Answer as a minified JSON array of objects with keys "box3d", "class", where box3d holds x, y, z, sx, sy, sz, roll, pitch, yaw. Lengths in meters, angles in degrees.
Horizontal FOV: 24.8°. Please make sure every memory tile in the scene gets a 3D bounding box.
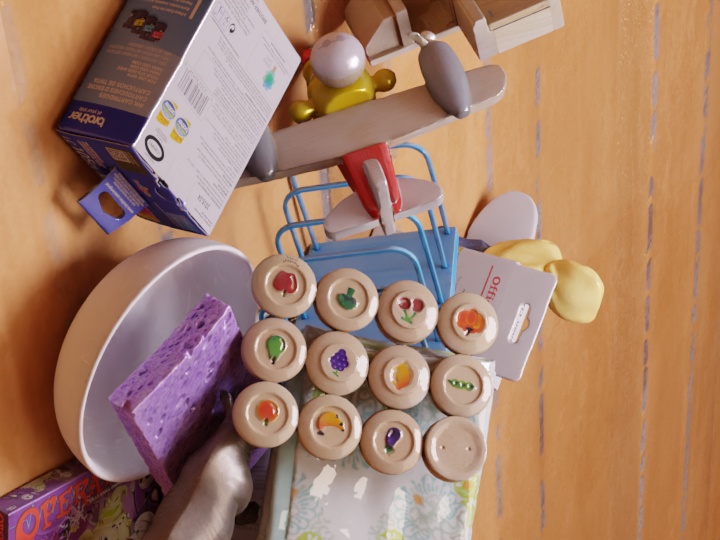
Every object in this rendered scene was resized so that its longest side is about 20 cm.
[{"box3d":[0.006,0.075,1.249,0.017,0.200,0.154,139,-39,-71],"class":"memory tile"}]

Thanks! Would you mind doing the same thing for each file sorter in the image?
[{"box3d":[0.000,0.000,1.395,0.200,0.138,0.123,-82,160,-48],"class":"file sorter"}]

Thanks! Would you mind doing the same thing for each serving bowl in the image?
[{"box3d":[-0.165,0.059,1.253,0.200,0.066,0.200,-42,147,-36],"class":"serving bowl"}]

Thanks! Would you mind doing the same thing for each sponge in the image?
[{"box3d":[-0.124,0.113,1.273,0.112,0.030,0.200,-50,151,-21],"class":"sponge"}]

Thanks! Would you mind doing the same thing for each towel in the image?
[{"box3d":[0.013,0.153,1.286,0.048,0.171,0.201,-172,-89,-77],"class":"towel"}]

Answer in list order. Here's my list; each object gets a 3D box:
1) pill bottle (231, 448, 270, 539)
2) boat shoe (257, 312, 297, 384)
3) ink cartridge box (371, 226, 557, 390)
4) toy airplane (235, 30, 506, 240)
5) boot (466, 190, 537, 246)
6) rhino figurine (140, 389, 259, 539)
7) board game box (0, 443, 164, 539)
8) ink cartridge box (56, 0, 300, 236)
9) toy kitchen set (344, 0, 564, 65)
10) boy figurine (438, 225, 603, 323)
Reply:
[{"box3d":[-0.073,0.211,1.386,0.200,0.114,0.115,-72,158,-47],"class":"pill bottle"},{"box3d":[-0.090,0.089,1.425,0.200,0.060,0.074,-32,131,-52],"class":"boat shoe"},{"box3d":[0.090,0.041,1.580,0.067,0.200,0.117,43,66,-59],"class":"ink cartridge box"},{"box3d":[-0.008,-0.122,1.324,0.200,0.199,0.141,-49,140,-37],"class":"toy airplane"},{"box3d":[0.149,0.012,1.826,0.200,0.073,0.096,-66,158,1],"class":"boot"},{"box3d":[-0.110,0.167,1.250,0.200,0.060,0.087,-63,159,-13],"class":"rhino figurine"},{"box3d":[-0.217,0.204,1.291,0.200,0.032,0.120,-27,122,-54],"class":"board game box"},{"box3d":[-0.138,-0.120,1.217,0.200,0.076,0.136,-66,150,-19],"class":"ink cartridge box"},{"box3d":[0.049,-0.294,1.396,0.163,0.200,0.181,-23,138,-3],"class":"toy kitchen set"},{"box3d":[0.161,0.002,1.692,0.124,0.200,0.065,-43,139,-49],"class":"boy figurine"}]
